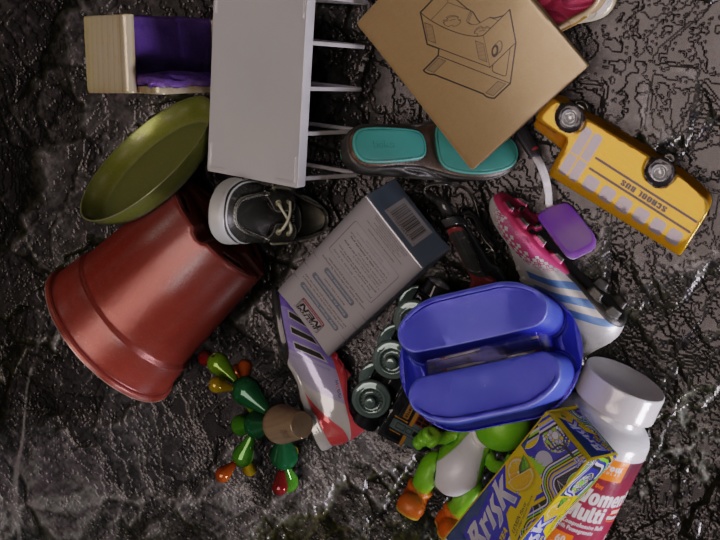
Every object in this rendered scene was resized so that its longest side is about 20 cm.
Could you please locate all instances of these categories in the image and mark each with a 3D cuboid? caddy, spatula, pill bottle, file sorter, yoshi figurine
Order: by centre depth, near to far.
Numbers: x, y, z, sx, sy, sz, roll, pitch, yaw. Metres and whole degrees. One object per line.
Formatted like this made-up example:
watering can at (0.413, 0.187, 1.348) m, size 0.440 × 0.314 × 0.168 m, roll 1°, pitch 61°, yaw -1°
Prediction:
caddy at (0.130, 0.090, 1.152) m, size 0.197 × 0.105 × 0.144 m, roll -13°, pitch 78°, yaw 15°
spatula at (0.192, -0.106, 1.189) m, size 0.021 × 0.056 × 0.202 m, roll -34°, pitch 79°, yaw 54°
pill bottle at (0.243, 0.203, 1.193) m, size 0.108 × 0.109 × 0.203 m, roll 26°, pitch 109°, yaw 14°
file sorter at (-0.075, -0.205, 1.215) m, size 0.137 × 0.124 × 0.204 m, roll 13°, pitch 105°, yaw 37°
yoshi figurine at (0.123, 0.203, 1.221) m, size 0.112 × 0.112 × 0.202 m, roll 41°, pitch 106°, yaw 43°

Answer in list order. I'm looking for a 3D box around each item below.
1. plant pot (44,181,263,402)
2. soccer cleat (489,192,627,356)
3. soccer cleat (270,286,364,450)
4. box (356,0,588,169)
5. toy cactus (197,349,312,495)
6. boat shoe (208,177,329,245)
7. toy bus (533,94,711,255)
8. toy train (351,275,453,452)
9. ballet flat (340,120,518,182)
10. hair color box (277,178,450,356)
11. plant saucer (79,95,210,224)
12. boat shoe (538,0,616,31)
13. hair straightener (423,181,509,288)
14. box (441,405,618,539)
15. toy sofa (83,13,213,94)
plant pot at (-0.229, 0.014, 1.301) m, size 0.195 × 0.201 × 0.202 m, roll -41°, pitch 85°, yaw 14°
soccer cleat at (0.196, 0.008, 1.195) m, size 0.200 × 0.070 × 0.086 m, roll 47°, pitch 119°, yaw 8°
soccer cleat at (-0.051, 0.109, 1.318) m, size 0.072 × 0.068 × 0.203 m, roll -19°, pitch 92°, yaw 3°
box at (0.112, -0.233, 1.137) m, size 0.163 × 0.021 × 0.201 m, roll -41°, pitch 85°, yaw 30°
toy cactus at (-0.120, 0.183, 1.313) m, size 0.164 × 0.101 × 0.203 m, roll -10°, pitch 102°, yaw 55°
boat shoe at (-0.097, -0.064, 1.221) m, size 0.063 × 0.199 × 0.072 m, roll 5°, pitch 95°, yaw 24°
toy bus at (0.267, -0.105, 1.149) m, size 0.199 × 0.065 × 0.079 m, roll 33°, pitch 111°, yaw 11°
toy train at (0.068, 0.108, 1.261) m, size 0.113 × 0.085 × 0.202 m, roll 27°, pitch 106°, yaw -1°
ballet flat at (0.071, -0.128, 1.205) m, size 0.197 × 0.068 × 0.069 m, roll 3°, pitch 76°, yaw -15°
hair color box at (0.000, 0.000, 1.237) m, size 0.099 × 0.060 × 0.200 m, roll 51°, pitch 133°, yaw 6°
plant saucer at (-0.240, -0.122, 1.287) m, size 0.198 × 0.201 × 0.031 m, roll -26°, pitch 123°, yaw 23°
boat shoe at (0.164, -0.272, 1.153) m, size 0.197 × 0.069 × 0.075 m, roll -14°, pitch 95°, yaw 22°
hair straightener at (0.129, -0.017, 1.214) m, size 0.041 × 0.077 × 0.201 m, roll -23°, pitch 110°, yaw 34°
box at (0.171, 0.236, 1.142) m, size 0.070 × 0.064 × 0.201 m, roll 50°, pitch 121°, yaw 31°
toy sofa at (-0.208, -0.240, 1.230) m, size 0.096 × 0.199 × 0.084 m, roll 5°, pitch 102°, yaw 26°
